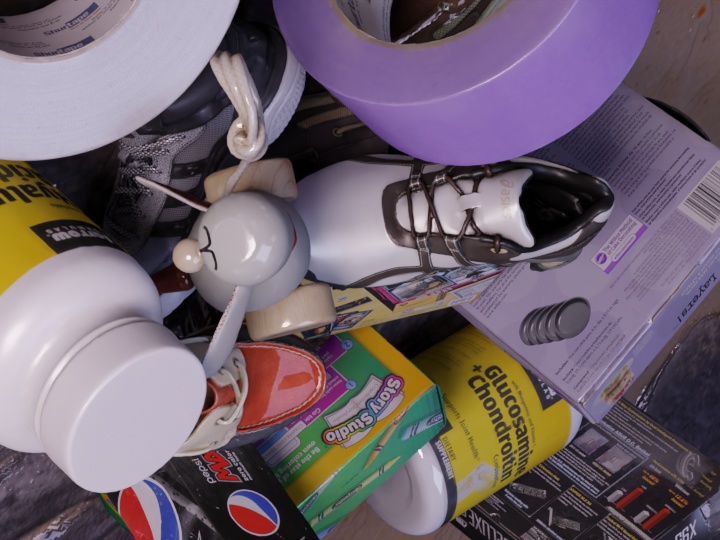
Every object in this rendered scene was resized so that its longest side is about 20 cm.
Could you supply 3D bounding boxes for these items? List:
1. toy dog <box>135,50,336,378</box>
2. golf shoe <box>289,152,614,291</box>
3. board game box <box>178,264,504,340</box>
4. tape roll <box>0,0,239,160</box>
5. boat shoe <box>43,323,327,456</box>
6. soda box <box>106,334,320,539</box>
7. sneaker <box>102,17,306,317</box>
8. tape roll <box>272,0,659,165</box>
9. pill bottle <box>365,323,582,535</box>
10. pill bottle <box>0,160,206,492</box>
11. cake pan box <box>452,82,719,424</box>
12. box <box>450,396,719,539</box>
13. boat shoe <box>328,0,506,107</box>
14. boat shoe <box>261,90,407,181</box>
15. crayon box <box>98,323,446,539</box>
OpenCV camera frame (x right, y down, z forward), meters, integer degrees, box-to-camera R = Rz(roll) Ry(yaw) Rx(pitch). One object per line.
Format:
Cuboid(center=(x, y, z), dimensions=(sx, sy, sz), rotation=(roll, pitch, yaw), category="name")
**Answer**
Cuboid(center=(-0.074, -0.010, 0.999), dimensions=(0.095, 0.133, 0.200), rotation=(-18, 157, 2), category="toy dog")
Cuboid(center=(0.047, -0.036, 1.108), dimensions=(0.198, 0.079, 0.094), rotation=(-7, 173, -20), category="golf shoe")
Cuboid(center=(0.000, 0.000, 1.207), dimensions=(0.198, 0.035, 0.136), rotation=(-13, 163, -23), category="board game box")
Cuboid(center=(-0.152, -0.155, 0.905), dimensions=(0.199, 0.066, 0.202), rotation=(-12, 118, -24), category="tape roll")
Cuboid(center=(-0.100, 0.069, 1.109), dimensions=(0.198, 0.062, 0.072), rotation=(-3, 93, -31), category="boat shoe")
Cuboid(center=(-0.094, 0.134, 1.167), dimensions=(0.070, 0.200, 0.064), rotation=(-9, 141, -45), category="soda box")
Cuboid(center=(-0.119, -0.061, 1.084), dimensions=(0.114, 0.075, 0.201), rotation=(26, 98, -51), category="sneaker")
Cuboid(center=(0.056, -0.165, 1.077), dimensions=(0.201, 0.200, 0.085), rotation=(-52, 147, 1), category="tape roll")
Cuboid(center=(0.089, 0.097, 1.431), dimensions=(0.199, 0.112, 0.113), rotation=(-29, 140, -31), category="pill bottle")
Cuboid(center=(-0.166, 0.019, 0.982), dimensions=(0.111, 0.200, 0.112), rotation=(-30, 141, -28), category="pill bottle")
Cuboid(center=(0.150, -0.030, 1.325), dimensions=(0.200, 0.184, 0.052), rotation=(-50, 150, -3), category="cake pan box")
Cuboid(center=(0.155, 0.158, 1.488), dimensions=(0.157, 0.200, 0.050), rotation=(-33, 138, -26), category="box")
Cuboid(center=(0.053, -0.175, 1.195), dimensions=(0.202, 0.075, 0.075), rotation=(-36, 119, -21), category="boat shoe")
Cuboid(center=(-0.009, -0.066, 1.202), dimensions=(0.199, 0.073, 0.075), rotation=(-34, 142, -25), category="boat shoe")
Cuboid(center=(-0.057, 0.113, 1.265), dimensions=(0.200, 0.119, 0.058), rotation=(-40, 150, -16), category="crayon box")
